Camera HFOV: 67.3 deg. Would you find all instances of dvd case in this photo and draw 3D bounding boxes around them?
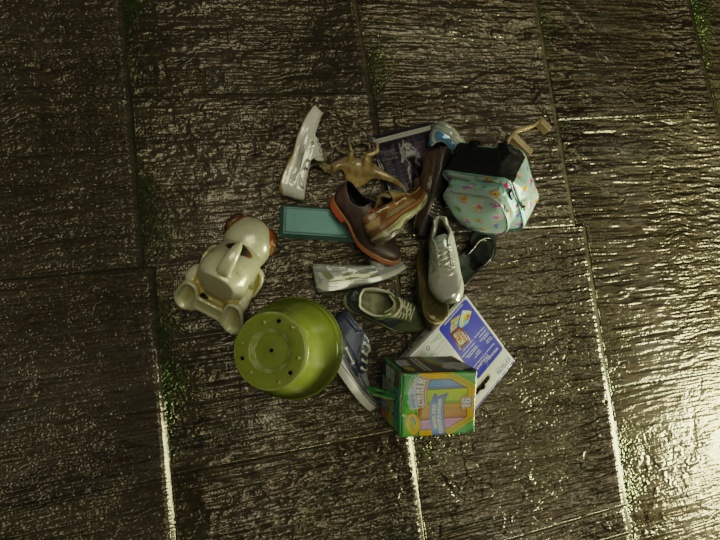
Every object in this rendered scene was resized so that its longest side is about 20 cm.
[{"bbox_3d":[0.119,-0.224,1.224,0.147,0.016,0.203,-17,88,-16],"label":"dvd case"}]

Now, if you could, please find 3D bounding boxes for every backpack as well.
[{"bbox_3d":[0.283,-0.164,1.164,0.200,0.174,0.155,37,71,-48],"label":"backpack"}]

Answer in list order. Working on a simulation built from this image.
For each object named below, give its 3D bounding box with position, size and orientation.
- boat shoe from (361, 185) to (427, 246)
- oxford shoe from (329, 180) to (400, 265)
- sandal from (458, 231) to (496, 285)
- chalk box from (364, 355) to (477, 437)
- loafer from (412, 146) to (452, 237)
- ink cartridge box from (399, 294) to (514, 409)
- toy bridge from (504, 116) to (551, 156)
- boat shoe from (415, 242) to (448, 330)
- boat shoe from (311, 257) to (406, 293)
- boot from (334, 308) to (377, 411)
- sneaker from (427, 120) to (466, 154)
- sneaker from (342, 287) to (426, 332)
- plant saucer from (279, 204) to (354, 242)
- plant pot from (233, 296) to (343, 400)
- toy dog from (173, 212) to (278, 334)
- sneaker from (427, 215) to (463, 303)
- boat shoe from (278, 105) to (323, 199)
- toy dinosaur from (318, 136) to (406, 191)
[{"bbox_3d":[0.068,-0.127,1.078,0.074,0.075,0.200,52,43,-9],"label":"boat shoe"},{"bbox_3d":[0.017,-0.097,1.111,0.200,0.073,0.071,47,46,8],"label":"oxford shoe"},{"bbox_3d":[0.259,-0.032,1.187,0.076,0.048,0.200,52,51,-9],"label":"sandal"},{"bbox_3d":[0.109,0.241,1.047,0.197,0.124,0.126,0,95,-14],"label":"chalk box"},{"bbox_3d":[0.150,-0.172,1.190,0.073,0.070,0.203,21,83,-55],"label":"loafer"},{"bbox_3d":[0.211,0.192,1.168,0.198,0.047,0.201,-44,107,-17],"label":"ink cartridge box"},{"bbox_3d":[0.383,-0.302,1.300,0.067,0.027,0.201,41,74,-5],"label":"toy bridge"},{"bbox_3d":[0.146,0.033,1.155,0.071,0.066,0.203,10,52,-13],"label":"boat shoe"},{"bbox_3d":[-0.001,0.000,1.130,0.199,0.074,0.066,-12,89,-9],"label":"boat shoe"},{"bbox_3d":[-0.006,0.180,1.094,0.090,0.073,0.201,-36,91,-2],"label":"boot"},{"bbox_3d":[0.236,-0.258,1.235,0.199,0.072,0.073,33,96,-15],"label":"sneaker"},{"bbox_3d":[0.065,0.083,1.125,0.197,0.090,0.068,18,77,-12],"label":"sneaker"},{"bbox_3d":[-0.073,-0.100,1.154,0.197,0.019,0.071,3,81,-14],"label":"plant saucer"},{"bbox_3d":[-0.140,0.143,0.979,0.197,0.193,0.204,-1,84,5],"label":"plant pot"},{"bbox_3d":[-0.241,-0.021,1.019,0.138,0.195,0.201,20,43,2],"label":"toy dog"},{"bbox_3d":[0.166,-0.025,1.100,0.069,0.081,0.202,-9,52,6],"label":"sneaker"},{"bbox_3d":[-0.109,-0.243,1.137,0.068,0.071,0.203,19,86,-3],"label":"boat shoe"},{"bbox_3d":[0.009,-0.232,1.185,0.197,0.058,0.103,11,94,-5],"label":"toy dinosaur"}]
